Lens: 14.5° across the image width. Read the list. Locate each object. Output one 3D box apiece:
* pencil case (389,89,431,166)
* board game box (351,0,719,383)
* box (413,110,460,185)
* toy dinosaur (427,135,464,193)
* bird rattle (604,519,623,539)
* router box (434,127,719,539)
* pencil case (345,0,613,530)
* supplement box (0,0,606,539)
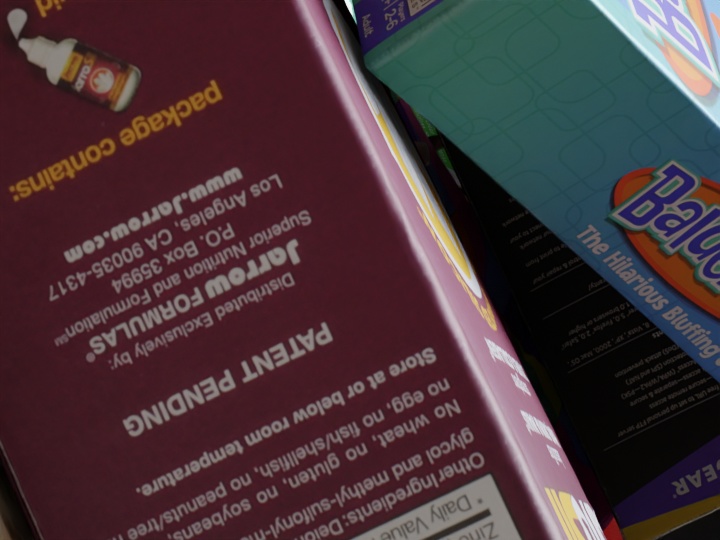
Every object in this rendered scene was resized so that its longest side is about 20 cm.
[{"bbox_3d":[0.010,0.048,0.676,0.200,0.087,0.083,64,-12,2],"label":"pencil case"},{"bbox_3d":[0.066,-0.051,0.630,0.200,0.045,0.152,38,28,-39],"label":"board game box"},{"bbox_3d":[0.072,-0.042,1.191,0.176,0.097,0.200,30,-26,46],"label":"box"},{"bbox_3d":[0.000,0.000,0.910,0.136,0.102,0.200,29,48,-49],"label":"toy dinosaur"},{"bbox_3d":[0.110,0.167,1.151,0.200,0.113,0.163,45,-23,33],"label":"bird rattle"},{"bbox_3d":[0.081,0.018,0.769,0.157,0.052,0.200,66,7,22],"label":"router box"},{"bbox_3d":[-0.001,-0.003,0.774,0.088,0.088,0.200,-100,165,-71],"label":"pencil case"},{"bbox_3d":[-0.015,0.026,0.534,0.200,0.086,0.110,64,6,10],"label":"supplement box"}]
